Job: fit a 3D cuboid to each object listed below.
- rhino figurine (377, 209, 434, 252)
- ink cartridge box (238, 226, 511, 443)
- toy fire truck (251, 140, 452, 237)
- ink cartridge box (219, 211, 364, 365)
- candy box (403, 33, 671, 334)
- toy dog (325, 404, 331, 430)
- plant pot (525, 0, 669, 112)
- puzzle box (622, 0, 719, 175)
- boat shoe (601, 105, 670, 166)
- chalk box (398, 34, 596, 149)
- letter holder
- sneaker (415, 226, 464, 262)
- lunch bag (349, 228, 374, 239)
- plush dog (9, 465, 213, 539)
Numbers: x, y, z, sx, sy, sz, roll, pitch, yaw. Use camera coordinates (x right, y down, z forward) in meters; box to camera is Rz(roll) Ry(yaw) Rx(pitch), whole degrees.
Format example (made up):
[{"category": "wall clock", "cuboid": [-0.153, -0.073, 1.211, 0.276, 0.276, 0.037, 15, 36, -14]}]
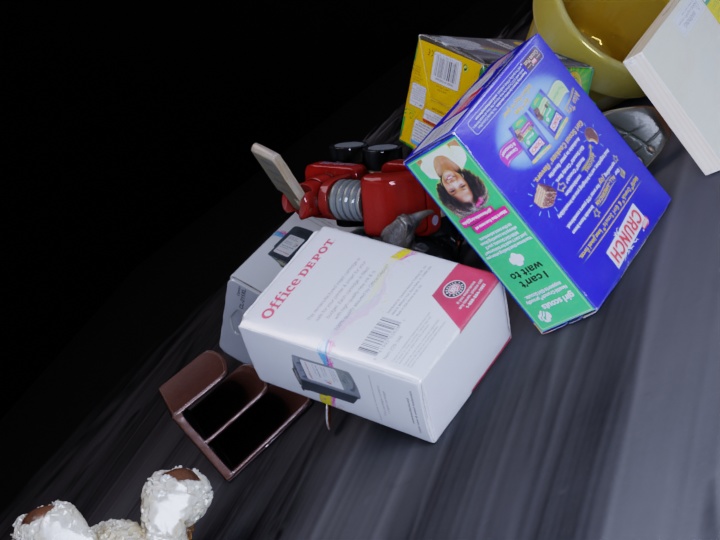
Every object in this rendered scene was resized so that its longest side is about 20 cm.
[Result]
[{"category": "rhino figurine", "cuboid": [0.000, 0.000, 1.463, 0.200, 0.060, 0.087, -42, -26, 11]}, {"category": "ink cartridge box", "cuboid": [0.015, 0.053, 1.265, 0.199, 0.086, 0.148, 16, 50, 33]}, {"category": "toy fire truck", "cuboid": [-0.015, -0.091, 1.527, 0.175, 0.129, 0.200, 8, 20, 38]}, {"category": "ink cartridge box", "cuboid": [-0.086, 0.019, 1.793, 0.200, 0.083, 0.146, -48, -20, -40]}, {"category": "candy box", "cuboid": [0.159, -0.077, 1.225, 0.077, 0.200, 0.169, -29, 15, 50]}, {"category": "toy dog", "cuboid": [0.001, 0.105, 1.415, 0.132, 0.096, 0.200, -43, -4, 8]}, {"category": "plant pot", "cuboid": [0.279, -0.275, 1.631, 0.201, 0.201, 0.189, -47, -1, -26]}, {"category": "puzzle box", "cuboid": [0.328, -0.197, 1.290, 0.025, 0.133, 0.200, -25, 19, 50]}, {"category": "boat shoe", "cuboid": [0.231, -0.110, 1.434, 0.200, 0.076, 0.074, -32, 1, 36]}, {"category": "chalk box", "cuboid": [0.163, -0.178, 1.514, 0.199, 0.124, 0.124, -3, 23, -34]}, {"category": "letter holder", "cuboid": [-0.148, 0.147, 1.654, 0.142, 0.101, 0.200, -41, 11, -7]}, {"category": "sneaker", "cuboid": [0.089, -0.038, 1.633, 0.090, 0.070, 0.200, -43, 10, -3]}, {"category": "lunch bag", "cuboid": [-0.026, 0.040, 1.615, 0.164, 0.118, 0.200, -39, 6, 1]}, {"category": "plush dog", "cuboid": [-0.233, 0.295, 1.378, 0.199, 0.161, 0.172, -16, -10, -15]}]
